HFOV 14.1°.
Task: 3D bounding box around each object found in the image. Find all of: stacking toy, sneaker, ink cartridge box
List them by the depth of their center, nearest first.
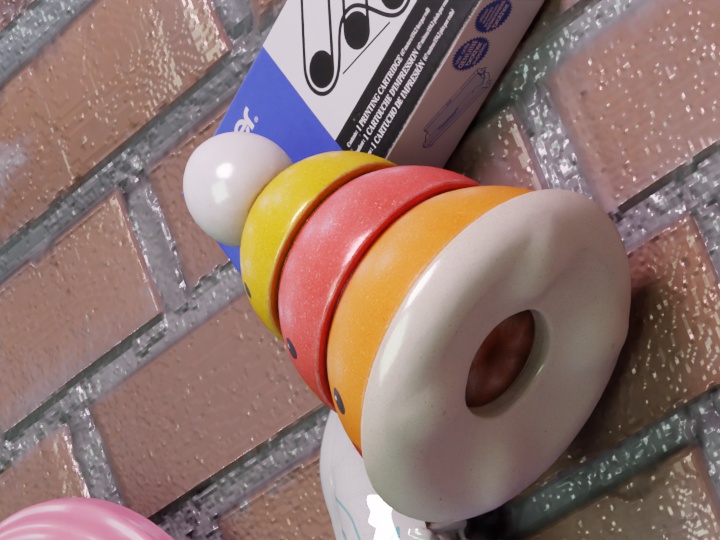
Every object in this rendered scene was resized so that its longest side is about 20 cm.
[{"bbox_3d":[0.000,0.000,1.206,0.200,0.146,0.147,32,117,37],"label":"stacking toy"},{"bbox_3d":[0.024,0.126,1.233,0.080,0.070,0.201,-5,76,53],"label":"sneaker"},{"bbox_3d":[-0.001,-0.077,1.274,0.094,0.044,0.200,52,128,31],"label":"ink cartridge box"}]

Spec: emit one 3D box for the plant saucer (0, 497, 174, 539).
[{"bbox_3d":[-0.140,0.210,1.387,0.200,0.051,0.202,4,96,39],"label":"plant saucer"}]
